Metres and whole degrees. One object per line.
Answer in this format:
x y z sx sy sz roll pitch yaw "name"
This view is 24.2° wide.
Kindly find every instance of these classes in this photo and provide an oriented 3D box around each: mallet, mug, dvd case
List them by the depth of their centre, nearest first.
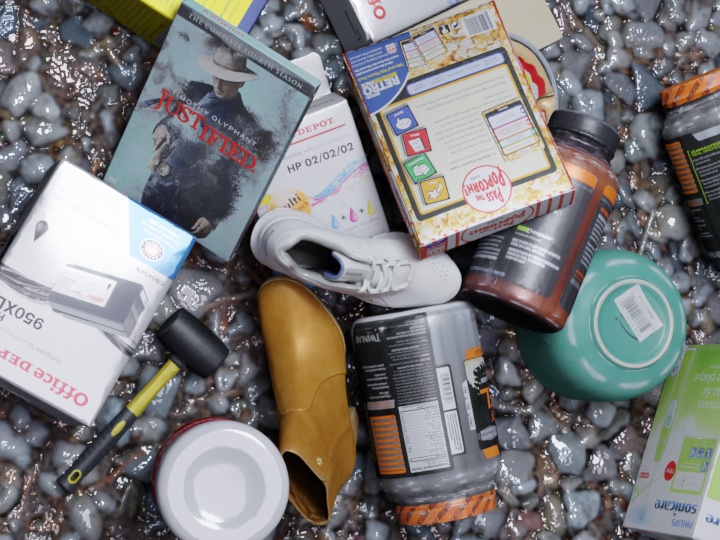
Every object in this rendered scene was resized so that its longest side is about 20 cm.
-0.137 -0.124 1.516 0.146 0.022 0.200 34 118 7 "dvd case"
-0.214 0.118 1.555 0.200 0.041 0.066 -41 101 -13 "mallet"
0.231 0.051 1.666 0.185 0.114 0.152 10 83 -18 "mug"

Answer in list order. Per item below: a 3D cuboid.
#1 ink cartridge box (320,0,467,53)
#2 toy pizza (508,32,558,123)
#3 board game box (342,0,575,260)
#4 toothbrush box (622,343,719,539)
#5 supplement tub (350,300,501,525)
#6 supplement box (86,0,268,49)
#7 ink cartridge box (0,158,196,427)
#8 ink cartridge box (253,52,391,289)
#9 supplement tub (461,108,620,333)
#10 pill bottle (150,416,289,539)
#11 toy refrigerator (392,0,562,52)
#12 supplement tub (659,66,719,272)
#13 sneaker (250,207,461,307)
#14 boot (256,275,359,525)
0.049 -0.318 1.644 0.200 0.084 0.145 -28 94 -18 "ink cartridge box"
0.116 -0.134 1.636 0.200 0.032 0.200 -15 121 -27 "toy pizza"
0.088 -0.129 1.532 0.151 0.046 0.200 -20 74 -3 "board game box"
0.357 0.179 1.683 0.086 0.146 0.200 20 81 -17 "toothbrush box"
0.065 0.135 1.601 0.122 0.123 0.200 -10 90 -19 "supplement tub"
-0.186 -0.282 1.551 0.200 0.110 0.109 33 77 -14 "supplement box"
-0.262 0.023 1.517 0.144 0.084 0.200 31 78 -14 "ink cartridge box"
-0.053 -0.091 1.574 0.115 0.068 0.200 -21 105 -7 "ink cartridge box"
0.178 -0.049 1.586 0.107 0.107 0.200 26 80 -15 "supplement tub"
-0.128 0.186 1.485 0.112 0.200 0.112 1 86 -9 "pill bottle"
0.092 -0.215 1.663 0.200 0.070 0.076 -29 92 -20 "toy refrigerator"
0.387 -0.108 1.725 0.122 0.123 0.200 -23 95 -19 "supplement tub"
0.000 0.000 1.526 0.200 0.087 0.075 10 102 -16 "sneaker"
-0.053 0.119 1.533 0.071 0.144 0.201 -14 114 18 "boot"
